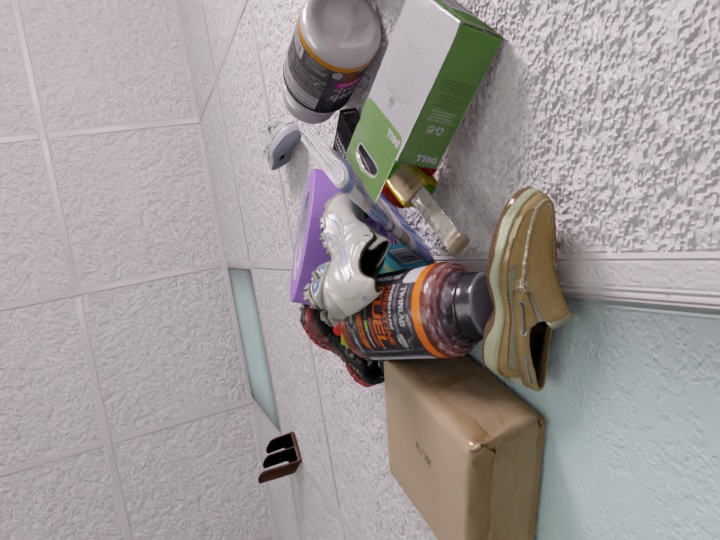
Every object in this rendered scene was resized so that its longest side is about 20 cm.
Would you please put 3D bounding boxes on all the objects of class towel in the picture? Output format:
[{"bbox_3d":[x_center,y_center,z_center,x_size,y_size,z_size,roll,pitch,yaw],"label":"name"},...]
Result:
[{"bbox_3d":[0.010,-0.097,0.724,0.199,0.024,0.148,36,-165,-42],"label":"towel"}]

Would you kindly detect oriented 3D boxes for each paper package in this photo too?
[{"bbox_3d":[0.116,0.216,0.675,0.200,0.102,0.195,-142,45,-59],"label":"paper package"}]

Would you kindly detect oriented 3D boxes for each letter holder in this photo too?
[{"bbox_3d":[-0.292,0.645,1.916,0.201,0.139,0.102,113,139,-57],"label":"letter holder"}]

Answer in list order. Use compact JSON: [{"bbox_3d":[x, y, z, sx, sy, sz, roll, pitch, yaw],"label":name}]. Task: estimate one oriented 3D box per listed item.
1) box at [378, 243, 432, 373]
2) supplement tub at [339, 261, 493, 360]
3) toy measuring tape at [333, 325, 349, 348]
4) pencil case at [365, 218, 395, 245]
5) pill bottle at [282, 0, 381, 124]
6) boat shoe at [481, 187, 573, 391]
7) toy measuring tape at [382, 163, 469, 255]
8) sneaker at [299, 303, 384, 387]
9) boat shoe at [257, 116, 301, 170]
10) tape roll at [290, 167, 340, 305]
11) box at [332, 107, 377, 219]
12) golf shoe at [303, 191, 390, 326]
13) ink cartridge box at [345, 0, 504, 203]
[{"bbox_3d":[0.063,0.070,0.810,0.082,0.048,0.204,-135,39,-56],"label":"box"},{"bbox_3d":[0.071,0.048,0.653,0.198,0.106,0.109,-13,89,48],"label":"supplement tub"},{"bbox_3d":[-0.002,0.084,0.819,0.200,0.072,0.075,81,172,-76],"label":"toy measuring tape"},{"bbox_3d":[0.000,0.000,0.903,0.086,0.083,0.201,49,153,13],"label":"pencil case"},{"bbox_3d":[-0.052,-0.304,0.823,0.200,0.114,0.119,145,112,-68],"label":"pill bottle"},{"bbox_3d":[0.163,0.024,0.518,0.076,0.071,0.203,33,140,43],"label":"boat shoe"},{"bbox_3d":[0.076,-0.086,0.658,0.201,0.072,0.074,56,150,36],"label":"toy measuring tape"},{"bbox_3d":[-0.015,0.119,0.928,0.201,0.071,0.097,46,153,-19],"label":"sneaker"},{"bbox_3d":[-0.182,-0.293,1.222,0.087,0.074,0.202,60,165,0],"label":"boat shoe"},{"bbox_3d":[-0.060,-0.048,0.853,0.200,0.064,0.205,-171,90,-80],"label":"tape roll"},{"bbox_3d":[-0.013,-0.138,0.919,0.202,0.035,0.145,108,144,-51],"label":"box"},{"bbox_3d":[-0.001,-0.027,0.677,0.078,0.096,0.203,46,-144,-38],"label":"golf shoe"},{"bbox_3d":[0.058,-0.180,0.601,0.105,0.058,0.202,60,136,41],"label":"ink cartridge box"}]
